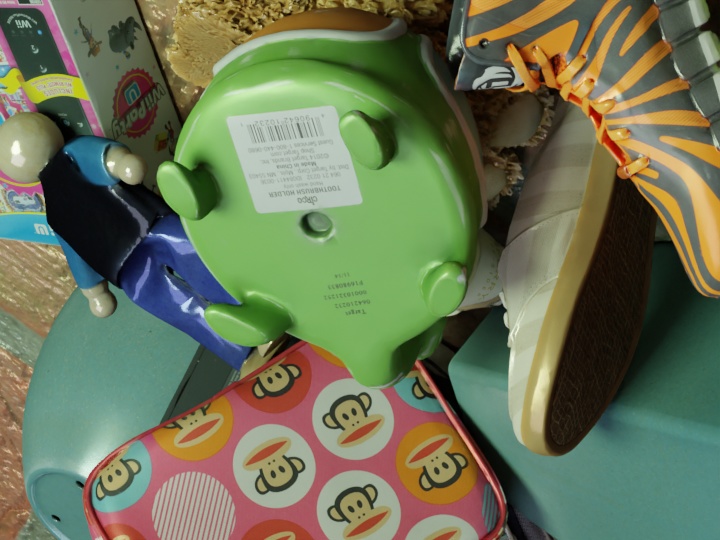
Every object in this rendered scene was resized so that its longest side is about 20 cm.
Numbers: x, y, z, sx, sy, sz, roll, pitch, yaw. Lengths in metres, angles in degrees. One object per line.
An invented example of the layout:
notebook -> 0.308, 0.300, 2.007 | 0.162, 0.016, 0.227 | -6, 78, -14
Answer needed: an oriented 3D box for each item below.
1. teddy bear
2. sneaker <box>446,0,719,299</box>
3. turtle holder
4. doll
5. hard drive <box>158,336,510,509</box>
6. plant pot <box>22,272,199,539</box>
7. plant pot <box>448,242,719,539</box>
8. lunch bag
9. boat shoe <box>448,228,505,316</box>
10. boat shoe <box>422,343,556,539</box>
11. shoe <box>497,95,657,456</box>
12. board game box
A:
teddy bear -> 0.004, -0.102, 0.883 | 0.199, 0.067, 0.145 | 17, 147, 12
sneaker -> 0.098, -0.074, 0.746 | 0.078, 0.111, 0.201 | 133, 120, -82
turtle holder -> 0.004, -0.036, 0.793 | 0.141, 0.132, 0.185 | -33, 113, 34
doll -> -0.124, -0.015, 0.948 | 0.200, 0.048, 0.137 | 39, 142, 7
hard drive -> -0.013, 0.109, 0.976 | 0.199, 0.140, 0.033 | 21, 154, 10
plant pot -> -0.144, 0.115, 1.134 | 0.199, 0.135, 0.201 | 20, 138, 19
plant pot -> 0.157, 0.073, 0.884 | 0.199, 0.141, 0.142 | 11, 135, 38
lunch bag -> -0.026, 0.138, 0.896 | 0.177, 0.199, 0.082 | 56, 164, 22
boat shoe -> 0.001, -0.002, 0.961 | 0.063, 0.074, 0.200 | 21, 164, -40
boat shoe -> 0.053, 0.138, 1.027 | 0.200, 0.093, 0.075 | 56, 142, -5
shoe -> 0.101, -0.011, 0.806 | 0.053, 0.201, 0.070 | 7, 163, 38
board game box -> -0.191, -0.110, 1.004 | 0.147, 0.064, 0.201 | 6, 133, 31
